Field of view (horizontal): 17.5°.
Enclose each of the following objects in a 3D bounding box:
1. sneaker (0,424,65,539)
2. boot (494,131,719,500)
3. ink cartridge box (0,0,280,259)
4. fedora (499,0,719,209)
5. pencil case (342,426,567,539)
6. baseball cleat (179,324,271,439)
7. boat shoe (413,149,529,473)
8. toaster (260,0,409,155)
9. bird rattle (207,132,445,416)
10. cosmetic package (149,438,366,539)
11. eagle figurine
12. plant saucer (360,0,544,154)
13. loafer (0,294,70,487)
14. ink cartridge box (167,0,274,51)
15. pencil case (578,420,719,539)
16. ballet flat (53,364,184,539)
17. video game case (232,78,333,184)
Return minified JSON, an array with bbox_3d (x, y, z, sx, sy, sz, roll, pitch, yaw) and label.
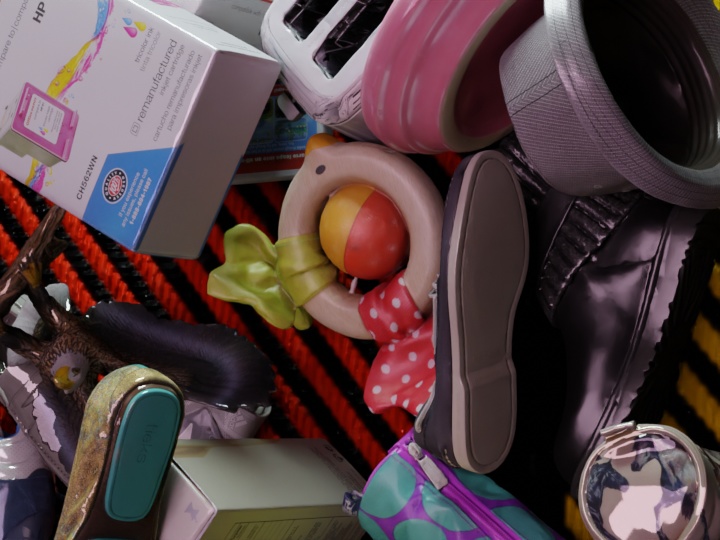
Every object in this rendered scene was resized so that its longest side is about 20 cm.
[{"bbox_3d":[-0.309,0.178,1.764,0.199,0.080,0.148,-11,71,35],"label":"sneaker"},{"bbox_3d":[0.128,0.029,1.490,0.157,0.079,0.213,19,86,25],"label":"boot"},{"bbox_3d":[-0.173,-0.116,1.534,0.199,0.084,0.145,30,102,28],"label":"ink cartridge box"},{"bbox_3d":[0.154,-0.105,1.423,0.090,0.199,0.178,-28,80,35],"label":"fedora"},{"bbox_3d":[0.087,0.184,1.499,0.200,0.093,0.085,37,62,28],"label":"pencil case"},{"bbox_3d":[-0.114,0.138,1.641,0.106,0.070,0.202,-10,81,31],"label":"baseball cleat"},{"bbox_3d":[0.060,0.024,1.456,0.062,0.072,0.202,10,102,43],"label":"boat shoe"},{"bbox_3d":[0.029,-0.171,1.542,0.200,0.129,0.114,-46,65,20],"label":"toaster"},{"bbox_3d":[0.000,0.000,1.542,0.199,0.112,0.164,29,116,34],"label":"bird rattle"},{"bbox_3d":[-0.083,0.170,1.542,0.071,0.199,0.106,44,108,27],"label":"cosmetic package"},{"bbox_3d":[-0.178,0.074,1.599,0.200,0.151,0.152,39,132,-4],"label":"eagle figurine"},{"bbox_3d":[0.087,-0.149,1.462,0.051,0.200,0.201,42,107,23],"label":"plant saucer"},{"bbox_3d":[-0.233,0.087,1.698,0.070,0.070,0.200,-47,52,9],"label":"loafer"},{"bbox_3d":[-0.110,-0.170,1.615,0.066,0.116,0.201,33,104,29],"label":"ink cartridge box"},{"bbox_3d":[0.200,0.137,1.367,0.078,0.200,0.090,-33,64,22],"label":"pencil case"},{"bbox_3d":[-0.160,0.154,1.442,0.070,0.070,0.202,20,98,32],"label":"ballet flat"},{"bbox_3d":[-0.082,-0.163,1.676,0.142,0.017,0.202,-3,84,32],"label":"video game case"}]
